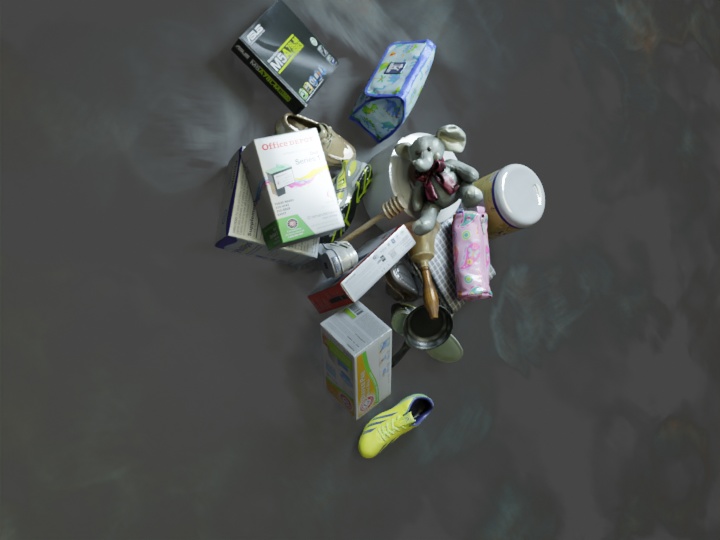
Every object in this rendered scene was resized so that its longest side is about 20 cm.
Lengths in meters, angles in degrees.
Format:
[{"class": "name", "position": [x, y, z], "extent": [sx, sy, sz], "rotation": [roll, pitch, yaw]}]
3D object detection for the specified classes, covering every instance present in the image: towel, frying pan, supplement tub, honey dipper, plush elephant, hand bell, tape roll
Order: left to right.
[{"class": "honey dipper", "position": [0.013, -0.098, 1.486], "extent": [0.038, 0.197, 0.039], "rotation": [42, 30, -32]}, {"class": "tape roll", "position": [0.117, -0.191, 1.573], "extent": [0.197, 0.138, 0.209], "rotation": [5, 79, -27]}, {"class": "frying pan", "position": [0.133, 0.152, 1.524], "extent": [0.112, 0.031, 0.194], "rotation": [16, 115, -13]}, {"class": "hand bell", "position": [0.139, 0.006, 1.482], "extent": [0.101, 0.104, 0.206], "rotation": [2, 68, -27]}, {"class": "plush elephant", "position": [0.153, -0.208, 1.430], "extent": [0.155, 0.162, 0.203], "rotation": [48, 34, -26]}, {"class": "towel", "position": [0.210, -0.015, 1.622], "extent": [0.165, 0.085, 0.202], "rotation": [-40, 100, -27]}, {"class": "supplement tub", "position": [0.322, -0.154, 1.640], "extent": [0.142, 0.199, 0.150], "rotation": [6, 78, -27]}]

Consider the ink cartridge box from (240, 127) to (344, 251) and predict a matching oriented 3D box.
[{"class": "ink cartridge box", "position": [-0.132, -0.159, 1.344], "extent": [0.142, 0.083, 0.206], "rotation": [-16, 89, -29]}]

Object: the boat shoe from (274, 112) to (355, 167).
[{"class": "boat shoe", "position": [-0.090, -0.287, 1.520], "extent": [0.196, 0.065, 0.074], "rotation": [23, 71, -23]}]

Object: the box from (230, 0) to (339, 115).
[{"class": "box", "position": [-0.157, -0.464, 1.497], "extent": [0.193, 0.047, 0.202], "rotation": [45, 46, -17]}]

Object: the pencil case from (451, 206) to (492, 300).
[{"class": "pencil case", "position": [0.251, -0.036, 1.554], "extent": [0.085, 0.087, 0.207], "rotation": [3, 81, -27]}]

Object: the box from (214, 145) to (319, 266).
[{"class": "box", "position": [-0.182, -0.125, 1.419], "extent": [0.195, 0.104, 0.190], "rotation": [14, 75, -26]}]

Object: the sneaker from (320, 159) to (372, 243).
[{"class": "sneaker", "position": [-0.048, -0.151, 1.523], "extent": [0.075, 0.076, 0.203], "rotation": [26, 78, 22]}]

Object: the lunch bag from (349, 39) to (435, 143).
[{"class": "lunch bag", "position": [0.080, -0.410, 1.557], "extent": [0.126, 0.199, 0.173], "rotation": [34, 68, -18]}]

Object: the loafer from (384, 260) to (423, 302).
[{"class": "loafer", "position": [0.087, 0.039, 1.503], "extent": [0.070, 0.200, 0.075], "rotation": [-27, 68, 11]}]

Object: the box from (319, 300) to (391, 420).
[{"class": "box", "position": [-0.007, 0.182, 1.395], "extent": [0.100, 0.204, 0.112], "rotation": [-31, 51, -28]}]

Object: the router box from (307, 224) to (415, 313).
[{"class": "router box", "position": [0.000, 0.000, 1.452], "extent": [0.200, 0.178, 0.049], "rotation": [-43, 100, -27]}]

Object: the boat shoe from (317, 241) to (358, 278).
[{"class": "boat shoe", "position": [-0.046, -0.028, 1.418], "extent": [0.068, 0.200, 0.073], "rotation": [-21, 96, -11]}]

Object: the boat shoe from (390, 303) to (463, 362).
[{"class": "boat shoe", "position": [0.151, 0.138, 1.572], "extent": [0.199, 0.061, 0.072], "rotation": [34, 110, -20]}]

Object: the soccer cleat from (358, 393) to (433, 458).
[{"class": "soccer cleat", "position": [0.076, 0.329, 1.488], "extent": [0.198, 0.083, 0.066], "rotation": [-33, 97, -28]}]
